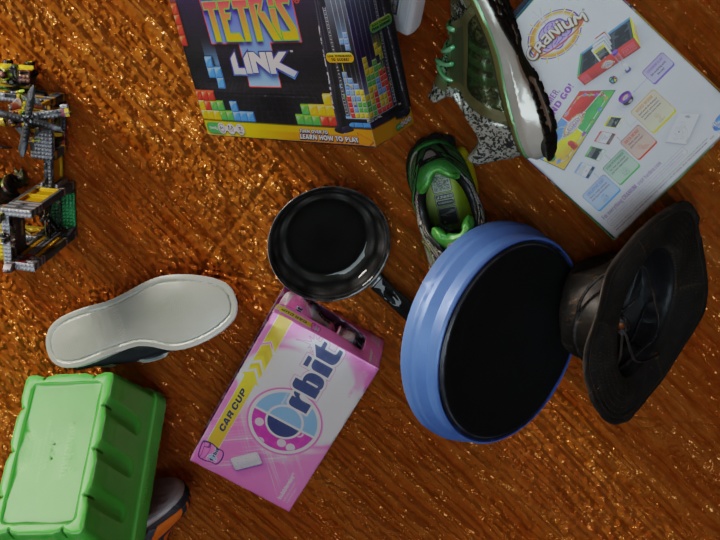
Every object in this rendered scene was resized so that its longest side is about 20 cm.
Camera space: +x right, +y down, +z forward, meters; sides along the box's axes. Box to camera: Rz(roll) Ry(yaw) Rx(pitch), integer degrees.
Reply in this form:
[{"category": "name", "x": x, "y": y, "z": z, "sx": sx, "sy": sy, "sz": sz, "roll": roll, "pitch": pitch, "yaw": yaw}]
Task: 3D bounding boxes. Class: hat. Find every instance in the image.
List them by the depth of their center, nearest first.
[{"category": "hat", "x": 0.226, "y": 0.029, "z": 0.862, "sx": 0.081, "sy": 0.200, "sz": 0.202, "roll": 18, "pitch": 118, "yaw": 42}]

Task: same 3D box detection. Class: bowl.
[{"category": "bowl", "x": 0.120, "y": 0.058, "z": 0.856, "sx": 0.039, "sy": 0.200, "sz": 0.202, "roll": 22, "pitch": 121, "yaw": 46}]

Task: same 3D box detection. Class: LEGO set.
[{"category": "LEGO set", "x": -0.339, "y": -0.085, "z": 0.890, "sx": 0.153, "sy": 0.116, "sz": 0.201, "roll": 14, "pitch": 112, "yaw": 2}]

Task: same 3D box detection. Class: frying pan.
[{"category": "frying pan", "x": 0.005, "y": -0.016, "z": 0.919, "sx": 0.189, "sy": 0.031, "sz": 0.115, "roll": 16, "pitch": 111, "yaw": -17}]

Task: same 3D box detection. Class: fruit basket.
[{"category": "fruit basket", "x": -0.276, "y": 0.219, "z": 0.981, "sx": 0.155, "sy": 0.216, "sz": 0.217, "roll": -3, "pitch": 110, "yaw": 9}]

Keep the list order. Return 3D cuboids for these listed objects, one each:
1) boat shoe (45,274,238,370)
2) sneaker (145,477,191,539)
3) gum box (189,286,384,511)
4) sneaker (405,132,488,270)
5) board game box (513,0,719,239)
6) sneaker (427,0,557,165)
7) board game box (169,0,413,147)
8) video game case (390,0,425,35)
[{"category": "boat shoe", "x": -0.206, "y": 0.050, "z": 0.959, "sx": 0.199, "sy": 0.060, "sz": 0.076, "roll": -10, "pitch": 82, "yaw": 12}, {"category": "sneaker", "x": -0.228, "y": 0.305, "z": 1.056, "sx": 0.200, "sy": 0.078, "sz": 0.112, "roll": -38, "pitch": 109, "yaw": 25}, {"category": "gum box", "x": -0.069, "y": 0.123, "z": 0.961, "sx": 0.113, "sy": 0.066, "sz": 0.200, "roll": 29, "pitch": 111, "yaw": -6}, {"category": "sneaker", "x": 0.086, "y": -0.018, "z": 0.879, "sx": 0.078, "sy": 0.085, "sz": 0.201, "roll": -20, "pitch": 108, "yaw": 14}, {"category": "board game box", "x": 0.199, "y": -0.148, "z": 0.838, "sx": 0.200, "sy": 0.040, "sz": 0.153, "roll": 41, "pitch": 110, "yaw": -8}, {"category": "sneaker", "x": 0.086, "y": -0.168, "z": 0.789, "sx": 0.088, "sy": 0.077, "sz": 0.201, "roll": -19, "pitch": 105, "yaw": 23}, {"category": "board game box", "x": -0.063, "y": -0.189, "z": 0.787, "sx": 0.199, "sy": 0.057, "sz": 0.166, "roll": 10, "pitch": 125, "yaw": 40}, {"category": "video game case", "x": -0.018, "y": -0.295, "z": 0.718, "sx": 0.182, "sy": 0.023, "sz": 0.200, "roll": 33, "pitch": 144, "yaw": 17}]
